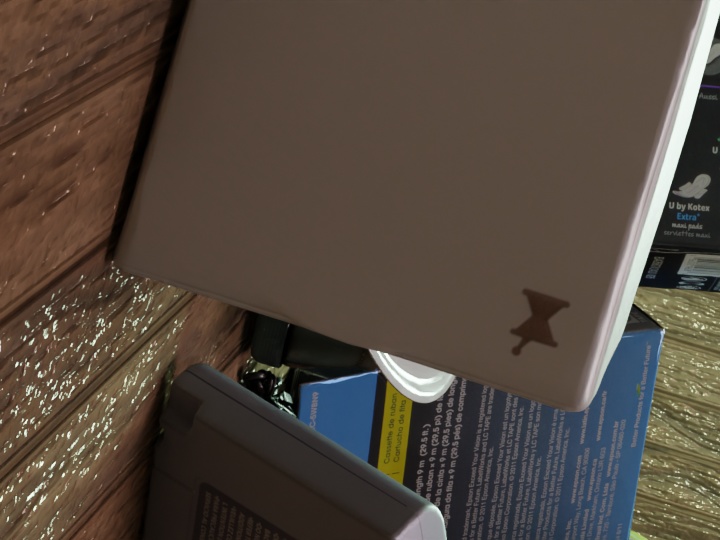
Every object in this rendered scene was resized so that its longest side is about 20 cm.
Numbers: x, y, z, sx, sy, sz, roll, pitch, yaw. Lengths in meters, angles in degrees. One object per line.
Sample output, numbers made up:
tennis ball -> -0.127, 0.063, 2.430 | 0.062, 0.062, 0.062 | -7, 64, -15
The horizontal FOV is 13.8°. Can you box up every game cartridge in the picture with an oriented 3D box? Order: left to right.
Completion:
game cartridge -> -0.029, 0.140, 1.197 | 0.041, 0.133, 0.200 | -37, 151, -38

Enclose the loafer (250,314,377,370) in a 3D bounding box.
loafer -> 0.000, 0.000, 1.404 | 0.200, 0.063, 0.072 | -61, 166, -63

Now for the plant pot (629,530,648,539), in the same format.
plant pot -> 0.132, 0.258, 1.506 | 0.200, 0.199, 0.182 | 35, -30, 59

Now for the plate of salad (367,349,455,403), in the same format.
plate of salad -> 0.007, -0.040, 1.298 | 0.200, 0.048, 0.201 | -9, 90, -71

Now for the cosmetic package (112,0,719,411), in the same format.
cosmetic package -> 0.031, -0.062, 1.045 | 0.200, 0.167, 0.167 | -36, 143, -81

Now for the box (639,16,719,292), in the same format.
box -> 0.161, -0.097, 1.477 | 0.122, 0.106, 0.201 | 88, 6, -81

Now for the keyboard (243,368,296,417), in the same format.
keyboard -> -0.057, 0.103, 1.374 | 0.200, 0.021, 0.127 | 76, 32, -79

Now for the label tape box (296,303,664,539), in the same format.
label tape box -> 0.040, 0.090, 1.447 | 0.063, 0.199, 0.145 | 44, -46, 52

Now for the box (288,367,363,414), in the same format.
box -> 0.017, 0.131, 1.631 | 0.200, 0.123, 0.199 | -52, 159, -70
